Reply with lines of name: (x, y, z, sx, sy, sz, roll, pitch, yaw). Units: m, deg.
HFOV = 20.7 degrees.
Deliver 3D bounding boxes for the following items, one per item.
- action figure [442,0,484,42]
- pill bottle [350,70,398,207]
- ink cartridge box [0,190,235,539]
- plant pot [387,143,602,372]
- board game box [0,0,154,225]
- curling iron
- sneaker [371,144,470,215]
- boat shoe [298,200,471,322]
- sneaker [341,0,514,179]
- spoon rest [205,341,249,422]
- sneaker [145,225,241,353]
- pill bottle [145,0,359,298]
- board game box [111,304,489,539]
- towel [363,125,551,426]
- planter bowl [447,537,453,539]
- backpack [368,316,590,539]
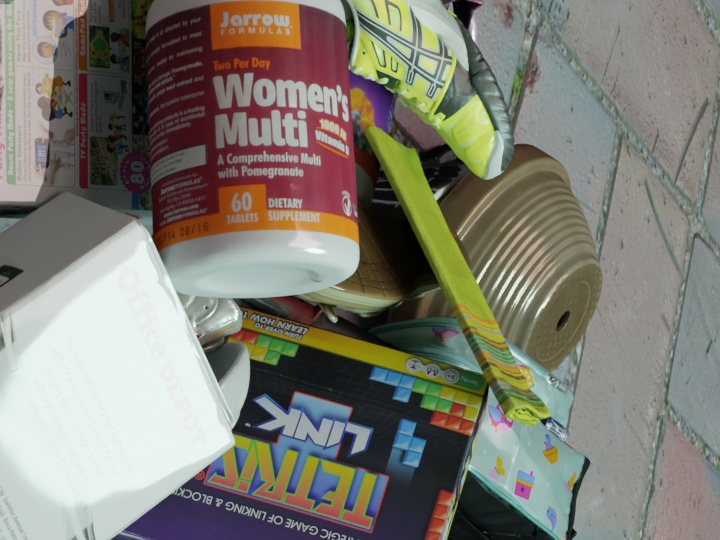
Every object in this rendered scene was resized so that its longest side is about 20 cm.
action figure: (0.059, -0.257, 1.415, 0.149, 0.133, 0.202, 23, 70, -61)
pill bottle: (-0.025, -0.141, 1.298, 0.111, 0.110, 0.202, 41, 56, -50)
ink cartridge box: (-0.181, 0.076, 1.006, 0.199, 0.084, 0.147, -36, 122, -25)
plant pot: (0.115, 0.016, 1.465, 0.200, 0.092, 0.202, -39, 146, -32)
board game box: (-0.132, -0.102, 1.103, 0.198, 0.064, 0.149, 3, 85, -36)
curling iron: (-0.033, 0.022, 1.246, 0.199, 0.026, 0.050, 29, 46, -4)
sneaker: (0.056, -0.039, 1.469, 0.199, 0.073, 0.082, -25, 115, -53)
boat shoe: (0.000, 0.000, 1.246, 0.199, 0.062, 0.074, 2, 59, -58)
sneaker: (0.026, -0.137, 1.234, 0.076, 0.075, 0.201, -36, 108, -8)
spoon rest: (-0.137, 0.110, 1.125, 0.061, 0.099, 0.200, 47, 71, -16)
sneaker: (-0.121, 0.031, 1.143, 0.076, 0.091, 0.201, 96, 18, -53)
pill bottle: (-0.059, -0.093, 1.043, 0.109, 0.109, 0.202, 14, 69, -57)
board game box: (-0.038, 0.119, 1.196, 0.057, 0.198, 0.167, 91, 16, -59)
towel: (0.061, 0.003, 1.227, 0.201, 0.018, 0.086, 64, 9, 15)
planter bowl: (-0.037, 0.217, 1.261, 0.083, 0.200, 0.201, 44, 43, -3)
backpack: (0.046, 0.118, 1.352, 0.199, 0.175, 0.155, 31, 61, -43)
